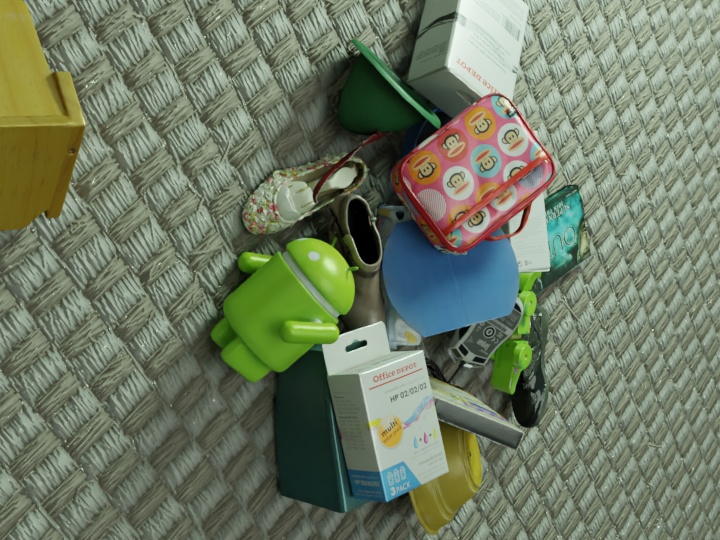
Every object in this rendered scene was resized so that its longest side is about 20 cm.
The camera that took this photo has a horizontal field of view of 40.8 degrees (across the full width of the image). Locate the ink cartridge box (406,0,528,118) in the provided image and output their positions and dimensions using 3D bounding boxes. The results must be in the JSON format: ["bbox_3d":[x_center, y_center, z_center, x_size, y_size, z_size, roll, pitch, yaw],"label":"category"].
[{"bbox_3d":[0.159,-0.329,1.409,0.143,0.083,0.203,30,62,-35],"label":"ink cartridge box"}]

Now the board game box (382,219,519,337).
[{"bbox_3d":[0.119,0.004,1.334,0.197,0.039,0.160,-13,78,-18],"label":"board game box"}]

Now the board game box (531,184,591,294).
[{"bbox_3d":[0.318,-0.048,1.649,0.199,0.028,0.137,-30,113,-36],"label":"board game box"}]

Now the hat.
[{"bbox_3d":[-0.010,-0.194,1.314,0.176,0.166,0.199,-47,159,12],"label":"hat"}]

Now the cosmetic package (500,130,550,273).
[{"bbox_3d":[0.205,-0.096,1.415,0.080,0.112,0.204,-4,91,-34],"label":"cosmetic package"}]

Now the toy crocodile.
[{"bbox_3d":[0.238,0.089,1.498,0.061,0.067,0.204,4,93,-50],"label":"toy crocodile"}]

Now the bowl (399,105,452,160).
[{"bbox_3d":[0.135,-0.154,1.465,0.199,0.039,0.204,-5,97,-42],"label":"bowl"}]

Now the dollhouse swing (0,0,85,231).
[{"bbox_3d":[-0.411,-0.163,0.974,0.198,0.177,0.183,-10,142,-41],"label":"dollhouse swing"}]

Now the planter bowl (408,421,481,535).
[{"bbox_3d":[0.126,0.274,1.405,0.200,0.082,0.204,-14,90,-74],"label":"planter bowl"}]

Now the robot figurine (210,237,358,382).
[{"bbox_3d":[-0.090,0.044,1.204,0.199,0.176,0.116,-41,131,2],"label":"robot figurine"}]

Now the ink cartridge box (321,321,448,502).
[{"bbox_3d":[0.031,0.172,1.214,0.114,0.067,0.203,-15,94,-40],"label":"ink cartridge box"}]

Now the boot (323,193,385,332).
[{"bbox_3d":[0.000,0.000,1.265,0.069,0.146,0.203,-20,85,-15],"label":"boot"}]

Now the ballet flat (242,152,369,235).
[{"bbox_3d":[-0.068,-0.108,1.270,0.199,0.063,0.077,-34,111,-34],"label":"ballet flat"}]

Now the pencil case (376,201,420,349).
[{"bbox_3d":[0.055,0.008,1.374,0.082,0.091,0.204,5,93,-4],"label":"pencil case"}]

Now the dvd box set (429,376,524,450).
[{"bbox_3d":[0.125,0.186,1.357,0.145,0.200,0.030,24,91,-19],"label":"dvd box set"}]

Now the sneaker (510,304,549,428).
[{"bbox_3d":[0.252,0.156,1.582,0.113,0.076,0.203,4,89,-40],"label":"sneaker"}]

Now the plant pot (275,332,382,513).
[{"bbox_3d":[-0.028,0.191,1.291,0.140,0.140,0.204,-13,99,-40],"label":"plant pot"}]

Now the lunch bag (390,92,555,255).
[{"bbox_3d":[0.157,-0.118,1.303,0.199,0.082,0.177,-37,94,-10],"label":"lunch bag"}]

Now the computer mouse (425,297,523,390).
[{"bbox_3d":[0.171,0.111,1.469,0.109,0.044,0.201,33,104,-22],"label":"computer mouse"}]
